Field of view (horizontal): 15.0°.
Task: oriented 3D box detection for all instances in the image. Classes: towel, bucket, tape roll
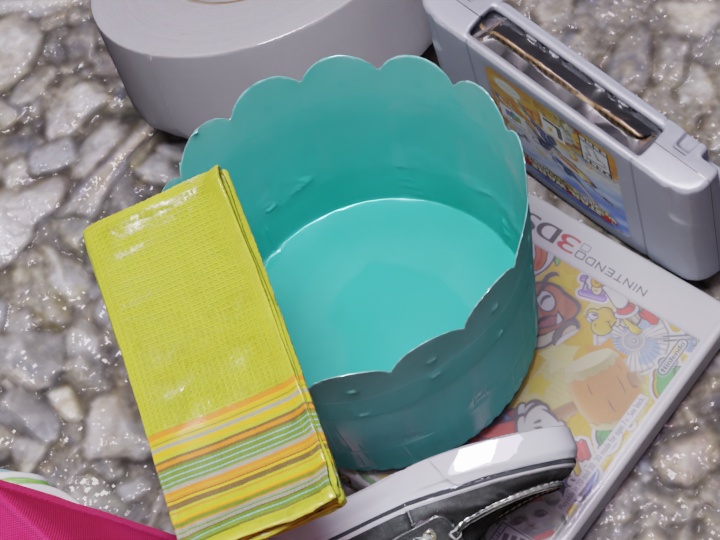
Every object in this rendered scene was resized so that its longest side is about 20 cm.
[{"bbox_3d":[-0.077,0.046,1.373,0.086,0.018,0.200,-23,63,5],"label":"towel"},{"bbox_3d":[0.000,0.000,1.470,0.207,0.135,0.207,-5,59,8],"label":"bucket"},{"bbox_3d":[-0.052,-0.160,1.581,0.200,0.066,0.200,-14,38,11],"label":"tape roll"}]

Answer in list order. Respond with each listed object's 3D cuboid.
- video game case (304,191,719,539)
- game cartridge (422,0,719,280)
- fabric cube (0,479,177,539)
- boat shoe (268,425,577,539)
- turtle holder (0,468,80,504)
[{"bbox_3d":[0.079,0.056,1.520,0.182,0.023,0.200,31,71,21],"label":"video game case"},{"bbox_3d":[0.121,-0.076,1.519,0.200,0.133,0.042,38,73,24],"label":"game cartridge"},{"bbox_3d":[-0.115,0.246,1.298,0.199,0.196,0.200,35,97,37],"label":"fabric cube"},{"bbox_3d":[0.029,0.145,1.441,0.200,0.072,0.071,-25,76,10],"label":"boat shoe"},{"bbox_3d":[-0.219,0.164,1.440,0.185,0.132,0.141,14,71,27],"label":"turtle holder"}]
